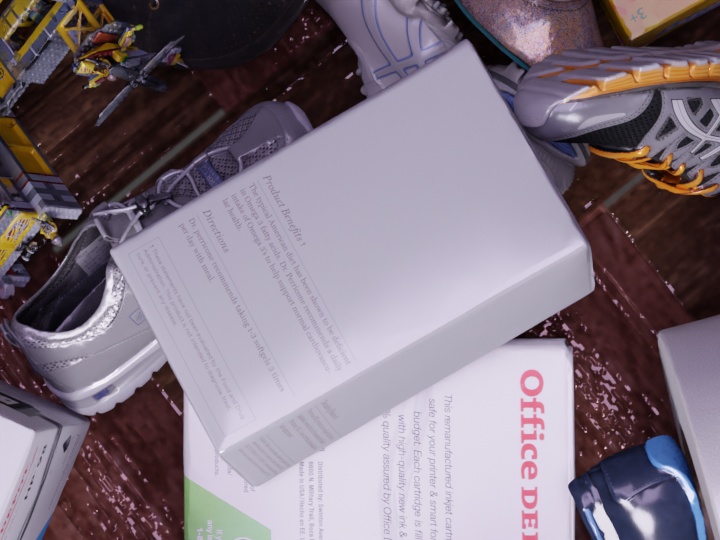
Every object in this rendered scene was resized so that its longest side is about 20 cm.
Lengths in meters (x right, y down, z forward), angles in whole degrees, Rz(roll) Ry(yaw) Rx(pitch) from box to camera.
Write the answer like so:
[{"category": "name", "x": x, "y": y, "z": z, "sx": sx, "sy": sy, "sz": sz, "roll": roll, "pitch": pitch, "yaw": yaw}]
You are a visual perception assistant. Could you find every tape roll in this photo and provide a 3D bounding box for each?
[{"category": "tape roll", "x": 0.187, "y": 0.122, "z": 1.256, "sx": 0.037, "sy": 0.203, "sz": 0.204, "roll": -15, "pitch": 87, "yaw": 3}]

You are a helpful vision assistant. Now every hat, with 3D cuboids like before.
[{"category": "hat", "x": -0.093, "y": -0.201, "z": 1.338, "sx": 0.199, "sy": 0.081, "sz": 0.202, "roll": 11, "pitch": 117, "yaw": 22}]

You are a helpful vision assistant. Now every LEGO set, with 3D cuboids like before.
[{"category": "LEGO set", "x": -0.189, "y": -0.072, "z": 1.296, "sx": 0.200, "sy": 0.153, "sz": 0.116, "roll": -46, "pitch": 64, "yaw": 15}]

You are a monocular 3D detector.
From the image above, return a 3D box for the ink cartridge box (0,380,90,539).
[{"category": "ink cartridge box", "x": -0.202, "y": 0.118, "z": 1.287, "sx": 0.066, "sy": 0.200, "sz": 0.117, "roll": 23, "pitch": 90, "yaw": 4}]

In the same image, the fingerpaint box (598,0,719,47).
[{"category": "fingerpaint box", "x": 0.188, "y": -0.233, "z": 1.329, "sx": 0.199, "sy": 0.073, "sz": 0.168, "roll": -27, "pitch": 86, "yaw": 4}]

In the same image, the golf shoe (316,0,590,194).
[{"category": "golf shoe", "x": 0.023, "y": -0.096, "z": 1.341, "sx": 0.200, "sy": 0.078, "sz": 0.097, "roll": 40, "pitch": 98, "yaw": 6}]

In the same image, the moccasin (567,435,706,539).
[{"category": "moccasin", "x": 0.145, "y": 0.172, "z": 1.298, "sx": 0.068, "sy": 0.081, "sz": 0.201, "roll": -14, "pitch": 114, "yaw": 0}]

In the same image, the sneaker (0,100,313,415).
[{"category": "sneaker", "x": -0.101, "y": -0.012, "z": 1.330, "sx": 0.200, "sy": 0.082, "sz": 0.075, "roll": -48, "pitch": 48, "yaw": 2}]

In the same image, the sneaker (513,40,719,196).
[{"category": "sneaker", "x": 0.159, "y": -0.073, "z": 1.287, "sx": 0.199, "sy": 0.078, "sz": 0.078, "roll": -5, "pitch": 103, "yaw": -37}]

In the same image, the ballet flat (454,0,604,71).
[{"category": "ballet flat", "x": 0.064, "y": -0.176, "z": 1.318, "sx": 0.200, "sy": 0.068, "sz": 0.067, "roll": 45, "pitch": 131, "yaw": 16}]

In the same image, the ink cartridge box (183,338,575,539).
[{"category": "ink cartridge box", "x": 0.012, "y": 0.108, "z": 1.327, "sx": 0.198, "sy": 0.084, "sz": 0.147, "roll": 0, "pitch": 88, "yaw": 6}]

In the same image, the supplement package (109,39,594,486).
[{"category": "supplement package", "x": 0.000, "y": 0.000, "z": 1.239, "sx": 0.199, "sy": 0.117, "sz": 0.117, "roll": -29, "pitch": 75, "yaw": 0}]
